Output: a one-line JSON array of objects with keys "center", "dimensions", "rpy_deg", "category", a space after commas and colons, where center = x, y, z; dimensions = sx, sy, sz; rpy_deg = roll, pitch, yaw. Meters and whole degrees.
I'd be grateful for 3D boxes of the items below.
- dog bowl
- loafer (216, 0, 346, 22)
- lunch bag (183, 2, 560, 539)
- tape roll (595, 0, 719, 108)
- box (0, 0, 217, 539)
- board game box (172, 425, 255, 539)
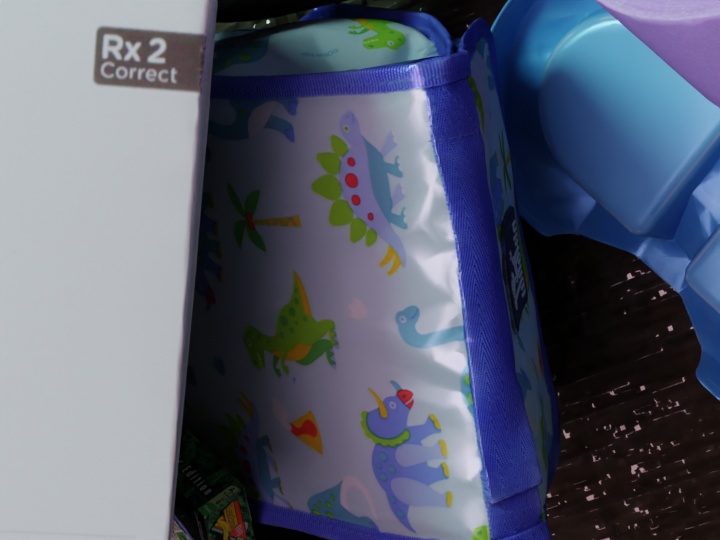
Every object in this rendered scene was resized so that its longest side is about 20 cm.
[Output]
[{"center": [0.132, -0.031, 0.884], "dimensions": [0.200, 0.050, 0.112], "rpy_deg": [44, 116, 14], "category": "dog bowl"}, {"center": [0.004, -0.133, 0.891], "dimensions": [0.199, 0.071, 0.073], "rpy_deg": [-10, 87, -5], "category": "loafer"}, {"center": [0.000, 0.000, 0.872], "dimensions": [0.200, 0.127, 0.171], "rpy_deg": [-160, 57, -66], "category": "lunch bag"}, {"center": [0.155, -0.145, 0.770], "dimensions": [0.200, 0.066, 0.201], "rpy_deg": [-32, 40, 31], "category": "tape roll"}, {"center": [-0.155, -0.003, 0.779], "dimensions": [0.198, 0.131, 0.201], "rpy_deg": [4, 96, -9], "category": "box"}, {"center": [-0.071, 0.109, 0.955], "dimensions": [0.105, 0.023, 0.200], "rpy_deg": [39, 156, 28], "category": "board game box"}]
